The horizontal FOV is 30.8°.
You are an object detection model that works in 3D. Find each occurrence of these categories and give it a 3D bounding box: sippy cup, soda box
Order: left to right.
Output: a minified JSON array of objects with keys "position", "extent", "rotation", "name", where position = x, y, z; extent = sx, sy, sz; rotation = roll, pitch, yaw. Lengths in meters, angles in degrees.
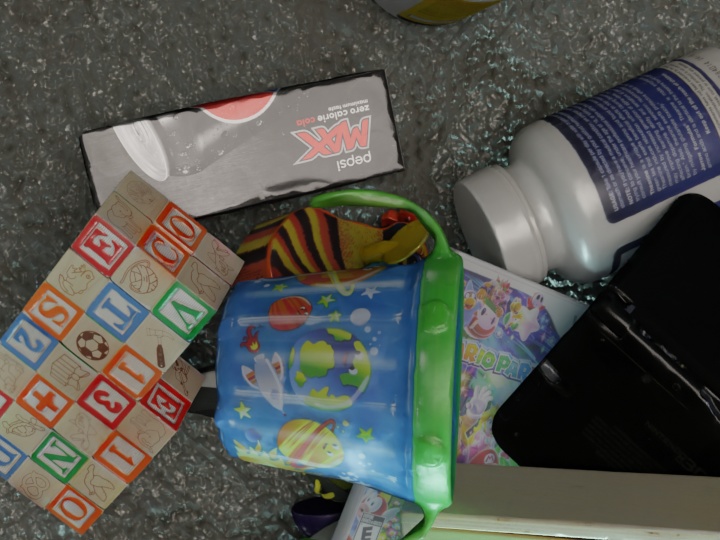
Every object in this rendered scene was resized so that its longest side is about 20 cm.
[{"position":[-0.076,-0.075,0.840],"extent":[0.197,0.063,0.072],"rotation":[-14,96,-10],"name":"soda box"},{"position":[-0.010,0.057,0.717],"extent":[0.128,0.140,0.180],"rotation":[2,53,6],"name":"sippy cup"}]

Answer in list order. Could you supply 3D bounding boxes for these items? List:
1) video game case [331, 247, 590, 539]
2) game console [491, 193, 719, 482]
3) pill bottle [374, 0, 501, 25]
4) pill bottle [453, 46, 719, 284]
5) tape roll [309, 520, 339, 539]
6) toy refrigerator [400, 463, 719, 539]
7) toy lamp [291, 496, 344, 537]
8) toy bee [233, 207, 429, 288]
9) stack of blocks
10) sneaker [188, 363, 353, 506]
[{"position":[0.074,0.102,0.821],"extent":[0.142,0.018,0.202],"rotation":[20,92,-31],"name":"video game case"},{"position":[0.212,0.089,0.797],"extent":[0.200,0.116,0.176],"rotation":[42,116,7],"name":"game console"},{"position":[0.062,-0.214,0.788],"extent":[0.110,0.200,0.114],"rotation":[-1,94,-11],"name":"pill bottle"},{"position":[0.166,-0.060,0.863],"extent":[0.198,0.111,0.112],"rotation":[-24,97,-9],"name":"pill bottle"},{"position":[0.017,0.258,0.840],"extent":[0.201,0.037,0.206],"rotation":[2,87,-33],"name":"tape roll"},{"position":[0.127,0.162,0.743],"extent":[0.197,0.070,0.077],"rotation":[1,109,19],"name":"toy refrigerator"},{"position":[-0.009,0.256,0.876],"extent":[0.057,0.058,0.203],"rotation":[-7,96,-10],"name":"toy lamp"},{"position":[0.000,0.000,0.850],"extent":[0.129,0.200,0.110],"rotation":[-5,63,23],"name":"toy bee"},{"position":[-0.153,0.054,0.785],"extent":[0.115,0.059,0.200],"rotation":[38,120,-9],"name":"stack of blocks"},{"position":[-0.025,0.108,0.842],"extent":[0.197,0.074,0.086],"rotation":[10,91,3],"name":"sneaker"}]
